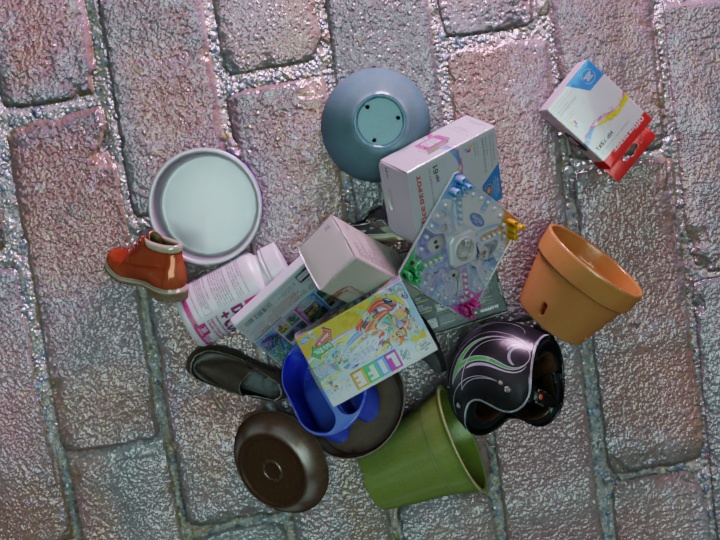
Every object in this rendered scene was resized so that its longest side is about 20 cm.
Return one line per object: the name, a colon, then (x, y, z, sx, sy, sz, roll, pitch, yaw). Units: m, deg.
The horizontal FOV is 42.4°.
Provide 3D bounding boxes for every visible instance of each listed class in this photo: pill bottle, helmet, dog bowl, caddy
pill bottle: (-0.218, 0.039, 1.636, 0.198, 0.113, 0.114, -29, 96, 1)
helmet: (0.246, 0.190, 1.633, 0.188, 0.199, 0.203, -3, 98, 36)
dog bowl: (-0.270, -0.114, 1.636, 0.197, 0.079, 0.204, 0, 95, -3)
caddy: (-0.056, 0.201, 1.618, 0.141, 0.105, 0.201, -37, 54, 7)

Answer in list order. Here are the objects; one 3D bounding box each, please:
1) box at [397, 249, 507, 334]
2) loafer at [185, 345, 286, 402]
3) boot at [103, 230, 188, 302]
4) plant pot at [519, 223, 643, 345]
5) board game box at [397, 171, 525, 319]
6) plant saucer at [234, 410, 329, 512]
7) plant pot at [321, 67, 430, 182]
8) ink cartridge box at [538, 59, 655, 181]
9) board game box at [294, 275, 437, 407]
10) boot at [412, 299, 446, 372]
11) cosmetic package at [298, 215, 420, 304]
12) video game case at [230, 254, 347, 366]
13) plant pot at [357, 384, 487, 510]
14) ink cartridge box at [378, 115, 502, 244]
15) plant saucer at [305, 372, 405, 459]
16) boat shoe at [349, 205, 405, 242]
box: (0.152, 0.026, 1.683, 0.197, 0.049, 0.162, -18, 94, 0)
loafer: (-0.218, 0.186, 1.672, 0.197, 0.071, 0.074, 14, 95, -4)
boot: (-0.371, -0.024, 1.602, 0.198, 0.075, 0.109, 17, 116, 35)
plant pot: (0.373, 0.034, 1.632, 0.199, 0.200, 0.141, 34, 110, -5)
board game box: (0.179, -0.036, 1.587, 0.199, 0.026, 0.202, 31, 88, -40)
plant saucer: (-0.151, 0.352, 1.663, 0.197, 0.037, 0.204, 8, 110, 23)
plant pot: (0.029, -0.254, 1.606, 0.197, 0.135, 0.204, 0, 96, -2)
ink cartridge box: (0.432, -0.264, 1.655, 0.199, 0.067, 0.117, 40, 93, -6)
board game box: (0.009, 0.116, 1.519, 0.198, 0.034, 0.136, -29, 104, 2)
boot: (0.062, 0.129, 1.614, 0.130, 0.070, 0.201, -29, 128, 6)
cosmetic package: (0.000, 0.000, 1.553, 0.087, 0.199, 0.104, -41, 52, 17)
video game case: (-0.106, 0.066, 1.631, 0.200, 0.024, 0.182, -42, 140, 1)
plant pot: (0.101, 0.336, 1.659, 0.188, 0.200, 0.202, -26, 97, 14)
ink cartridge box: (0.139, -0.153, 1.585, 0.198, 0.084, 0.146, -29, 126, -23)
plant saucer: (-0.006, 0.242, 1.657, 0.197, 0.035, 0.203, -13, 59, 22)
boat shoe: (0.038, -0.083, 1.659, 0.196, 0.072, 0.066, -2, 90, -5)
